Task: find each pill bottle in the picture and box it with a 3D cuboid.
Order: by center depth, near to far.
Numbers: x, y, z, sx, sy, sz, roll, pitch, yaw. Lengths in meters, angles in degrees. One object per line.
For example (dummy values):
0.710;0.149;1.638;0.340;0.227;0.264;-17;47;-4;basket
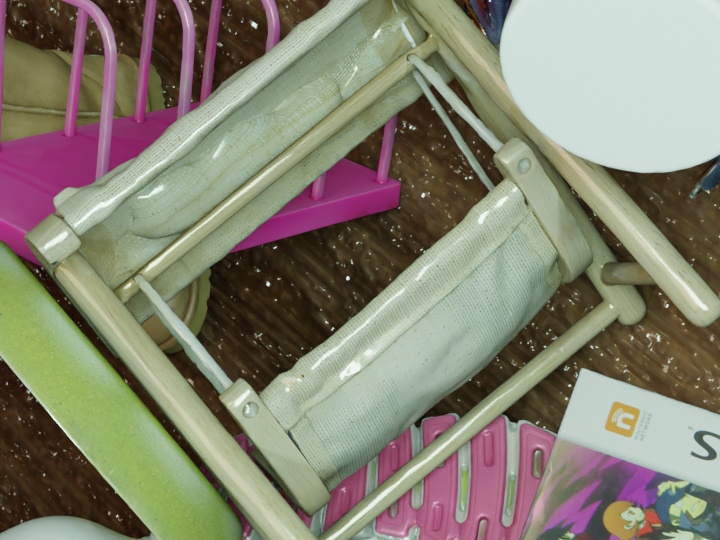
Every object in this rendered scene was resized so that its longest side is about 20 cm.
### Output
0.123;-0.138;0.825;0.113;0.113;0.200;-15;37;35;pill bottle

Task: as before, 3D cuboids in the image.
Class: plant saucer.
-0.110;0.055;0.908;0.031;0.200;0.200;-40;59;-6;plant saucer

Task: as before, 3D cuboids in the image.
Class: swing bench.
0.000;0.000;0.884;0.199;0.130;0.200;-39;95;-8;swing bench

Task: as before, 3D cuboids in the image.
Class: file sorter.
-0.090;-0.090;1.000;0.139;0.200;0.126;25;117;36;file sorter

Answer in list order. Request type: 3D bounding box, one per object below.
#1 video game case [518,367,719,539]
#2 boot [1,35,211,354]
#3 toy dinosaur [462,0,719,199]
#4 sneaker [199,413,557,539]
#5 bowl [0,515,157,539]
0.131;0.156;0.779;0.181;0.036;0.201;19;81;18;video game case
-0.177;-0.044;1.078;0.066;0.200;0.176;-32;66;35;boot
0.123;-0.107;0.959;0.182;0.199;0.105;-120;19;-49;toy dinosaur
0.027;0.114;0.992;0.199;0.088;0.074;-1;62;15;sneaker
-0.094;0.179;0.960;0.090;0.201;0.201;-37;60;-5;bowl
